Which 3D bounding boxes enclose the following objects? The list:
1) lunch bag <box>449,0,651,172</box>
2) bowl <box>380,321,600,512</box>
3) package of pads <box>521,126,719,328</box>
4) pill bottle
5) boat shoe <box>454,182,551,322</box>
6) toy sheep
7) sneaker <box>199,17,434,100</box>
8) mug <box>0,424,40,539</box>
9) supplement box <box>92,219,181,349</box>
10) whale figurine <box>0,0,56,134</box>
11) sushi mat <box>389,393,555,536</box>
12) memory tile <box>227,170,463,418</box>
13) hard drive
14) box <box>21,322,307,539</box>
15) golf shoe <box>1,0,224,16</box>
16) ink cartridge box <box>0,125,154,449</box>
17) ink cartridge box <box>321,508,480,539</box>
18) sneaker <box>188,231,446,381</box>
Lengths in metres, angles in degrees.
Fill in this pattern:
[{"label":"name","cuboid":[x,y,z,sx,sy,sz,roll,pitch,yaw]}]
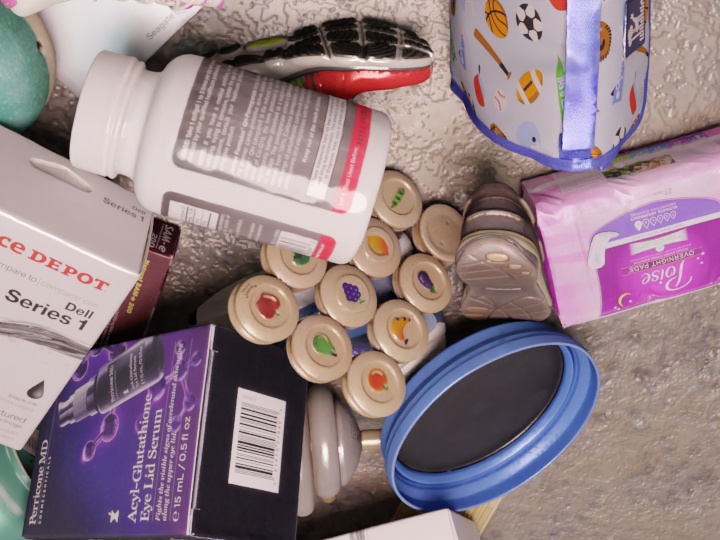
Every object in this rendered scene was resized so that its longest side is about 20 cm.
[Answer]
[{"label":"lunch bag","cuboid":[0.128,-0.174,0.668,0.124,0.200,0.170,-5,116,-1]},{"label":"bowl","cuboid":[0.108,0.124,0.850,0.201,0.039,0.201,-17,136,-18]},{"label":"package of pads","cuboid":[0.239,-0.037,0.814,0.200,0.076,0.121,-16,114,4]},{"label":"pill bottle","cuboid":[-0.088,-0.082,0.685,0.200,0.111,0.111,16,115,-8]},{"label":"boat shoe","cuboid":[0.115,-0.010,0.785,0.074,0.200,0.073,4,72,8]},{"label":"toy sheep","cuboid":[-0.070,0.153,0.862,0.200,0.138,0.138,-9,117,-6]},{"label":"sneaker","cuboid":[-0.040,-0.133,0.756,0.200,0.077,0.085,-7,123,11]},{"label":"mug","cuboid":[-0.311,0.182,0.827,0.114,0.185,0.152,-30,91,9]},{"label":"supplement box","cuboid":[-0.257,-0.012,0.801,0.200,0.061,0.109,20,115,-12]},{"label":"whale figurine","cuboid":[-0.318,-0.139,0.702,0.200,0.104,0.159,-2,130,12]},{"label":"sushi mat","cuboid":[0.105,0.182,0.950,0.096,0.012,0.200,19,114,-13]},{"label":"memory tile","cuboid":[0.000,0.000,0.762,0.153,0.200,0.017,37,145,-15]},{"label":"hard drive","cuboid":[-0.219,-0.228,0.714,0.132,0.027,0.200,-39,113,15]},{"label":"box","cuboid":[-0.147,0.134,0.758,0.200,0.148,0.104,-14,154,37]},{"label":"golf shoe","cuboid":[-0.139,-0.206,0.674,0.200,0.075,0.092,-29,113,-10]},{"label":"ink cartridge box","cuboid":[-0.255,0.014,0.701,0.146,0.084,0.200,27,122,-22]},{"label":"ink cartridge box","cuboid":[0.010,0.283,0.909,0.200,0.083,0.147,-17,158,10]},{"label":"sneaker","cuboid":[-0.026,0.064,0.842,0.200,0.081,0.147,-21,110,0]}]
